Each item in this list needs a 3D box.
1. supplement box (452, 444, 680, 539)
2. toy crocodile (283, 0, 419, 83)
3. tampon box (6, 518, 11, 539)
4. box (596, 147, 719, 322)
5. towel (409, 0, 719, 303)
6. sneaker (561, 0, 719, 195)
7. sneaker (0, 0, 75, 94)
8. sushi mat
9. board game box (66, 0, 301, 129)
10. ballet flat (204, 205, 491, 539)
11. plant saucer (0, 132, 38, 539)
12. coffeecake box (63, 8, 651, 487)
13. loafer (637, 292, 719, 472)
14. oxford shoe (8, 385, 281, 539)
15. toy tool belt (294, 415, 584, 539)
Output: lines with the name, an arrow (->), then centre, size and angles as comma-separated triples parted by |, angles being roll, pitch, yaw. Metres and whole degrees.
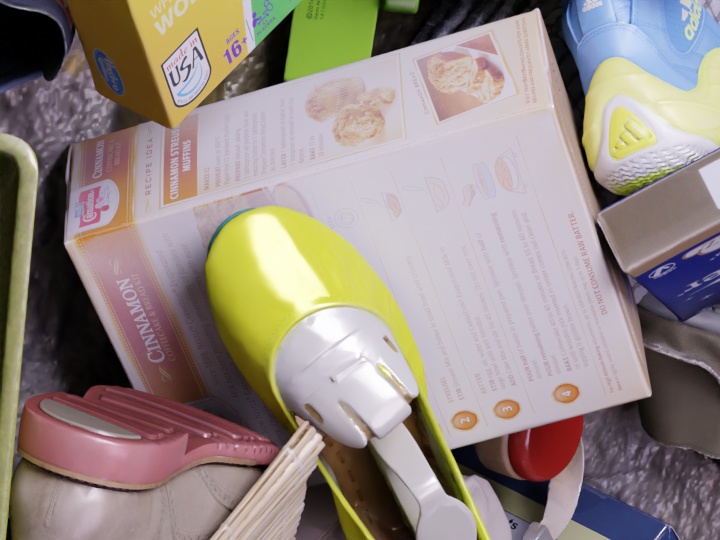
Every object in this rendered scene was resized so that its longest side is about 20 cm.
supplement box -> 0.071, 0.224, 1.387 | 0.200, 0.134, 0.200 | -47, 131, -17
toy crocodile -> -0.005, -0.167, 1.218 | 0.067, 0.062, 0.200 | 4, 109, 0
tampon box -> -0.204, 0.194, 1.134 | 0.200, 0.126, 0.150 | -33, 126, -29
box -> 0.172, -0.025, 1.236 | 0.121, 0.032, 0.200 | -29, 168, 9
towel -> 0.093, -0.066, 1.329 | 0.200, 0.086, 0.166 | -51, 134, -16
sneaker -> 0.139, -0.087, 1.247 | 0.200, 0.076, 0.105 | -2, 75, -70
sneaker -> -0.121, -0.118, 1.112 | 0.200, 0.084, 0.075 | -49, 132, -16
sushi mat -> -0.078, 0.150, 1.109 | 0.200, 0.012, 0.096 | -50, 166, -31
board game box -> -0.055, -0.170, 1.051 | 0.153, 0.040, 0.200 | -48, 147, -23
ballet flat -> 0.005, 0.060, 1.154 | 0.067, 0.067, 0.200 | -33, 124, -9
plant saucer -> -0.201, 0.027, 1.050 | 0.048, 0.199, 0.200 | -33, 133, -65
coffeecake box -> 0.000, 0.000, 1.202 | 0.200, 0.073, 0.154 | -15, 126, 9
loafer -> 0.170, 0.058, 1.441 | 0.070, 0.075, 0.200 | -57, 142, -2
oxford shoe -> -0.085, 0.087, 1.111 | 0.200, 0.070, 0.075 | 8, 99, -70
toy tool belt -> -0.004, 0.111, 1.298 | 0.200, 0.123, 0.125 | -52, 137, -24
